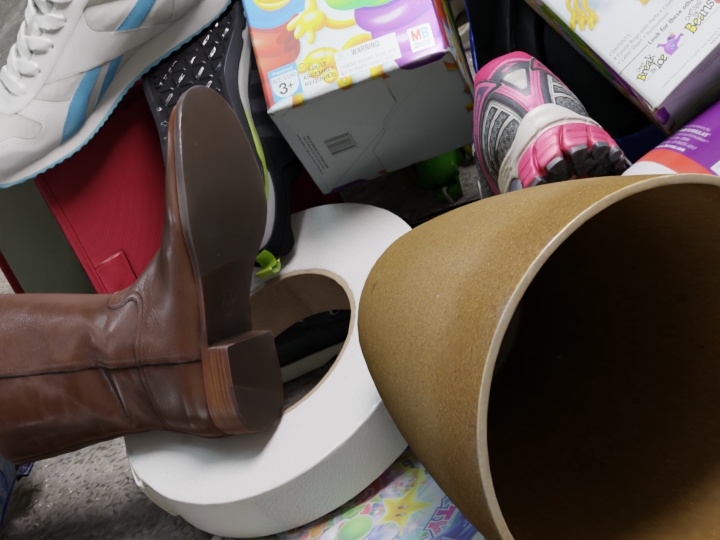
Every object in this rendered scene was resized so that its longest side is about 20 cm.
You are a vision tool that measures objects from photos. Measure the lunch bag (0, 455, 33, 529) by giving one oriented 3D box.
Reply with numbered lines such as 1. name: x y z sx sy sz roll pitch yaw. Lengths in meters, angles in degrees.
1. lunch bag: -0.247 0.095 1.077 0.075 0.201 0.161 4 52 10

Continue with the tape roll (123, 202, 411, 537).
1. tape roll: -0.040 0.052 1.025 0.202 0.037 0.204 -24 41 22

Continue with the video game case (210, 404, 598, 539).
1. video game case: 0.021 0.113 0.966 0.199 0.018 0.143 -3 37 43

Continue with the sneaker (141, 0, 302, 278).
1. sneaker: -0.076 -0.078 1.088 0.071 0.083 0.201 -23 48 20

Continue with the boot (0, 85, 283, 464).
1. boot: -0.140 0.008 1.013 0.199 0.188 0.064 -8 -3 38

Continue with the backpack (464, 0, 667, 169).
1. backpack: 0.157 -0.144 1.107 0.162 0.168 0.201 -17 63 27

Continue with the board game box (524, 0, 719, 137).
1. board game box: 0.131 -0.170 0.976 0.105 0.103 0.200 -45 68 7

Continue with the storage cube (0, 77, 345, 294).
1. storage cube: -0.139 -0.052 1.219 0.179 0.201 0.171 -36 26 -23

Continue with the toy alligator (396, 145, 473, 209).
1. toy alligator: 0.046 -0.085 1.236 0.059 0.054 0.200 -25 27 12

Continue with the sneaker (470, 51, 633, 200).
1. sneaker: 0.099 -0.047 0.996 0.080 0.200 0.075 -27 68 -7

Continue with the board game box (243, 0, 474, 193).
1. board game box: -0.009 -0.166 1.061 0.102 0.105 0.201 -19 64 9

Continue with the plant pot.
1. plant pot: 0.085 0.037 0.853 0.186 0.187 0.200 -39 24 -15

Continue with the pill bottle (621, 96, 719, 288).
1. pill bottle: 0.228 -0.054 0.931 0.200 0.113 0.112 -37 27 -13

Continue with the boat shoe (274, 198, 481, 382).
1. boat shoe: 0.000 -0.001 1.126 0.198 0.066 0.075 -25 29 14

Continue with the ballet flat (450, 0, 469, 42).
1. ballet flat: 0.058 -0.196 1.405 0.199 0.075 0.064 -19 62 33

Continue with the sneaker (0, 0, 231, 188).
1. sneaker: -0.166 -0.133 1.078 0.200 0.081 0.076 -45 41 -3
